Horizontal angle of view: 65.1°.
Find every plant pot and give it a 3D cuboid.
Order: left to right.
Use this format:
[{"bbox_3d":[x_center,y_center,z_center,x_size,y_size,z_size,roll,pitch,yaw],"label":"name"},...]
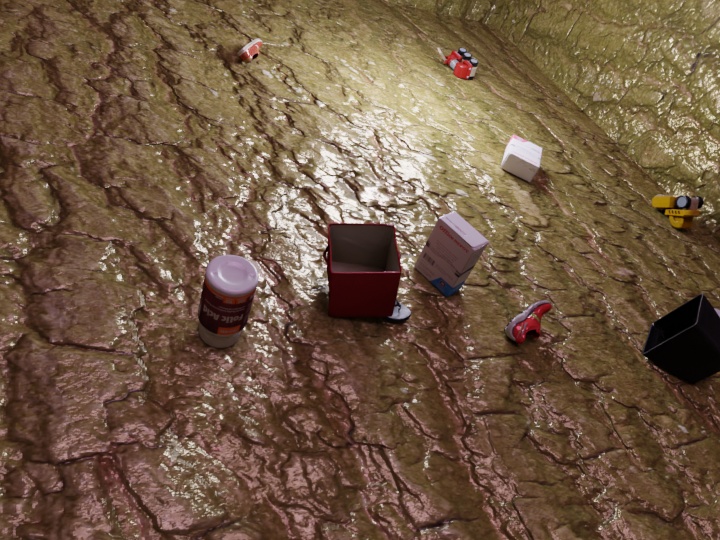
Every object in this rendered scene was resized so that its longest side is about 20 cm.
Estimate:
[{"bbox_3d":[1.043,0.231,1.773,0.178,0.200,0.199,47,43,5],"label":"plant pot"}]

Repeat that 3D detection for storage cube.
[{"bbox_3d":[0.000,0.000,1.460,0.198,0.181,0.172,-1,49,-6],"label":"storage cube"}]

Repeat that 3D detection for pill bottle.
[{"bbox_3d":[-0.299,0.073,1.251,0.113,0.201,0.115,13,42,-12],"label":"pill bottle"}]

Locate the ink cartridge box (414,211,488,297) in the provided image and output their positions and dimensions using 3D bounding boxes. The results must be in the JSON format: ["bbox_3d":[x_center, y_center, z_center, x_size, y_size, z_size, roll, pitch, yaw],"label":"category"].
[{"bbox_3d":[0.265,-0.048,1.657,0.084,0.201,0.146,-24,60,-41],"label":"ink cartridge box"}]

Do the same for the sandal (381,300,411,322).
[{"bbox_3d":[0.049,0.077,1.540,0.199,0.043,0.076,31,41,7],"label":"sandal"}]

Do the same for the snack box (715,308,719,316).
[{"bbox_3d":[1.396,0.199,2.093,0.198,0.024,0.072,18,40,-8],"label":"snack box"}]

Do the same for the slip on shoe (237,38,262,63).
[{"bbox_3d":[-0.446,-0.899,2.313,0.061,0.074,0.201,51,28,-23],"label":"slip on shoe"}]

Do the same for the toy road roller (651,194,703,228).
[{"bbox_3d":[1.428,-0.266,2.550,0.122,0.148,0.200,-1,10,-27],"label":"toy road roller"}]

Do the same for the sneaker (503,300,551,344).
[{"bbox_3d":[0.506,0.159,1.668,0.199,0.077,0.085,-28,68,-31],"label":"sneaker"}]

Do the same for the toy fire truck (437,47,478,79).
[{"bbox_3d":[0.491,-1.086,2.935,0.198,0.129,0.177,-14,53,-22],"label":"toy fire truck"}]

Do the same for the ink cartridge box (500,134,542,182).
[{"bbox_3d":[0.690,-0.482,2.414,0.146,0.083,0.200,27,40,2],"label":"ink cartridge box"}]
